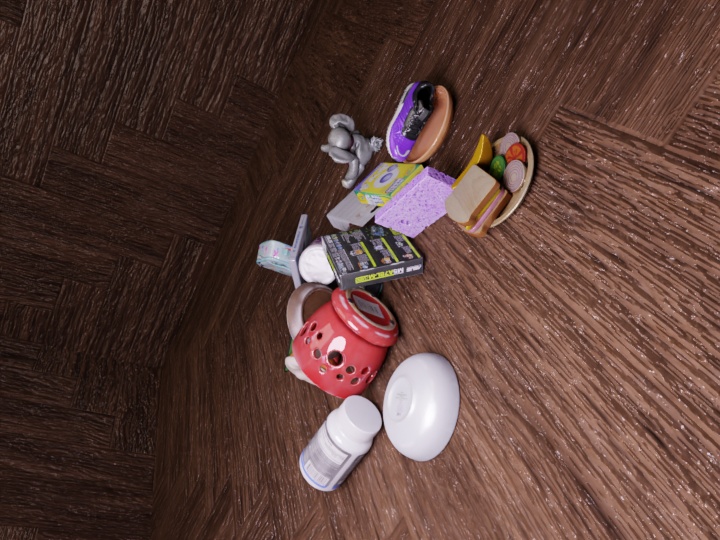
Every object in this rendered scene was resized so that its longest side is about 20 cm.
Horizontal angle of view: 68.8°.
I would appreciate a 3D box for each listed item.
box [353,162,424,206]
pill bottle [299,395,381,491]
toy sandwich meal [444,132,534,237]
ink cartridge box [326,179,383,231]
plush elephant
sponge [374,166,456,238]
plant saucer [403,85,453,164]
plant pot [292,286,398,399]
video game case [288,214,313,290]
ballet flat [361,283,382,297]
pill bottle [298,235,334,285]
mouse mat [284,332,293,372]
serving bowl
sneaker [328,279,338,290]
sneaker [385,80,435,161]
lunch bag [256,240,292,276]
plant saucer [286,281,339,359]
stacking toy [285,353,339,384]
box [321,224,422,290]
[{"bbox_3d":[0.079,-0.209,1.286,0.117,0.049,0.199,-46,33,-16],"label":"box"},{"bbox_3d":[-0.042,0.373,1.143,0.201,0.112,0.114,-56,30,26],"label":"pill bottle"},{"bbox_3d":[0.239,-0.169,0.997,0.205,0.069,0.208,-42,39,45],"label":"toy sandwich meal"},{"bbox_3d":[0.018,-0.166,1.382,0.162,0.057,0.199,-44,35,-13],"label":"ink cartridge box"},{"bbox_3d":[-0.046,-0.369,1.581,0.199,0.153,0.167,-26,51,56],"label":"plush elephant"},{"bbox_3d":[0.130,-0.143,1.146,0.200,0.110,0.030,-37,40,49],"label":"sponge"},{"bbox_3d":[0.165,-0.351,1.297,0.200,0.037,0.203,-43,38,46],"label":"plant saucer"},{"bbox_3d":[-0.025,0.151,1.166,0.183,0.199,0.202,-52,31,22],"label":"plant pot"},{"bbox_3d":[-0.159,-0.023,1.496,0.202,0.022,0.184,82,-168,-46],"label":"video game case"},{"bbox_3d":[-0.010,0.109,1.302,0.073,0.072,0.203,25,96,63],"label":"ballet flat"},{"bbox_3d":[-0.098,-0.036,1.460,0.113,0.111,0.200,-63,1,16],"label":"pill bottle"},{"bbox_3d":[-0.138,0.169,1.401,0.007,0.160,0.202,35,133,20],"label":"mouse mat"},{"bbox_3d":[0.100,0.252,1.001,0.200,0.065,0.203,-41,40,47],"label":"serving bowl"},{"bbox_3d":[-0.102,0.103,1.494,0.200,0.059,0.105,-49,30,32],"label":"sneaker"},{"bbox_3d":[0.127,-0.363,1.261,0.099,0.069,0.203,15,87,61],"label":"sneaker"},{"bbox_3d":[-0.227,-0.031,1.665,0.160,0.198,0.078,-1,73,60],"label":"lunch bag"},{"bbox_3d":[-0.095,0.122,1.318,0.032,0.199,0.203,-24,51,42],"label":"plant saucer"},{"bbox_3d":[-0.099,0.192,1.386,0.146,0.145,0.202,-22,38,56],"label":"stacking toy"},{"bbox_3d":[0.022,-0.039,1.212,0.201,0.190,0.048,-120,24,-56],"label":"box"}]
